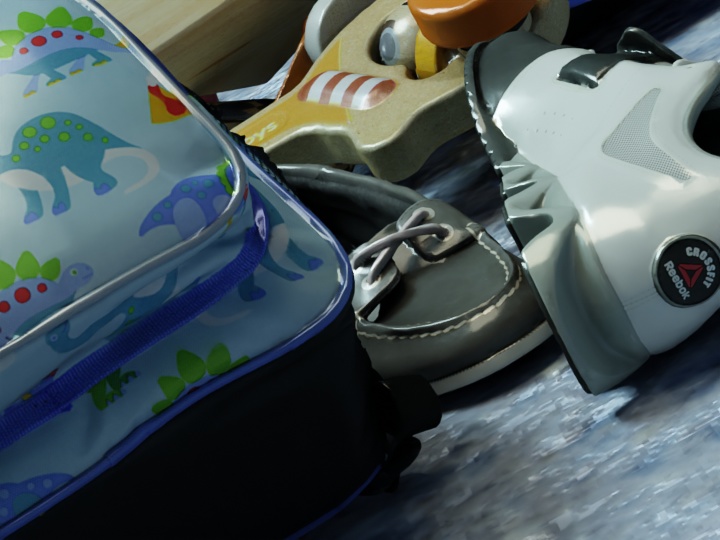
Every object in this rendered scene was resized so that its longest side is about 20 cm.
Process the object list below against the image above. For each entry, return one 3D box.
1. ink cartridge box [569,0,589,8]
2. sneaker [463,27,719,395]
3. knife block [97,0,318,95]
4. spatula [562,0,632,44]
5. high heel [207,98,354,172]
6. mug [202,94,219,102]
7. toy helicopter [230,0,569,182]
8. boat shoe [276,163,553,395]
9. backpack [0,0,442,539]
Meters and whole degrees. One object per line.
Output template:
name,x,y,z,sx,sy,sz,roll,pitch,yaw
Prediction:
ink cartridge box,0.086,-0.141,1.212,0.094,0.044,0.200,-22,8,-9
sneaker,0.086,-0.032,0.858,0.088,0.074,0.200,-28,24,6
knife block,-0.029,-0.148,1.129,0.176,0.064,0.200,-47,-15,28
spatula,0.033,-0.082,1.214,0.200,0.021,0.057,-22,8,11
high heel,-0.104,-0.040,1.118,0.200,0.071,0.143,0,-15,-42
mug,-0.191,-0.049,1.272,0.200,0.178,0.133,-44,-14,-30
toy helicopter,-0.016,-0.063,1.066,0.200,0.079,0.132,-31,34,0
boat shoe,0.000,0.000,0.932,0.067,0.057,0.200,-33,15,-14
backpack,-0.112,0.002,0.803,0.183,0.147,0.200,-34,51,-16
